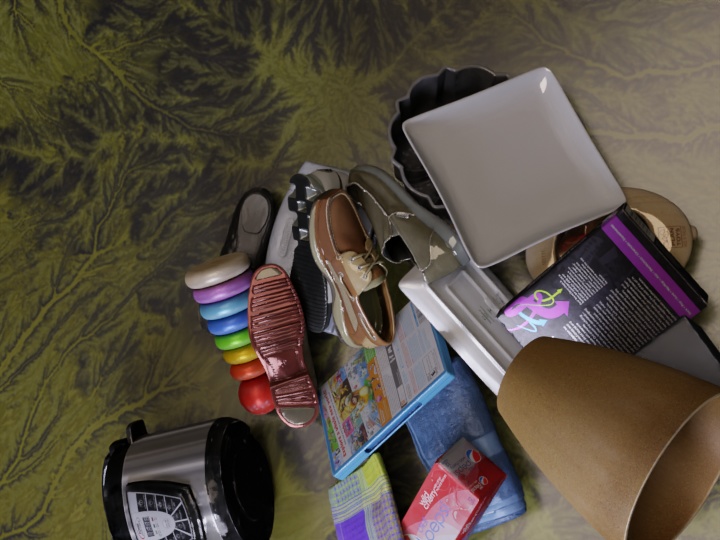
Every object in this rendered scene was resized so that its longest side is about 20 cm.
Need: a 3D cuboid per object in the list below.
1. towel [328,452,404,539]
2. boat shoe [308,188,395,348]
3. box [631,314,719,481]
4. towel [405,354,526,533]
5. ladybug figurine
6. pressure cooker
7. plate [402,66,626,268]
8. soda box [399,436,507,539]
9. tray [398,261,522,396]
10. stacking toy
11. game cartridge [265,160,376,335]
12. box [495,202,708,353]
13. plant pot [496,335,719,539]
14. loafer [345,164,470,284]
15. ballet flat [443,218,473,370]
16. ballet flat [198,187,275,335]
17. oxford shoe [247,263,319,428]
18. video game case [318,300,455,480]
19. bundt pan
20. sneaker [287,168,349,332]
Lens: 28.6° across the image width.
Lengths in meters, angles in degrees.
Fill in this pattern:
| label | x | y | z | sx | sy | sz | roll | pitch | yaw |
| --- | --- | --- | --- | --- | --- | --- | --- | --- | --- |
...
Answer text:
| label | x | y | z | sx | sy | sz | roll | pitch | yaw |
| --- | --- | --- | --- | --- | --- | --- | --- | --- | --- |
| towel | 0.012 | 0.328 | 1.664 | 0.144 | 0.023 | 0.203 | -41 | 55 | 55 |
| boat shoe | 0.000 | 0.000 | 1.657 | 0.073 | 0.075 | 0.202 | 9 | 124 | 44 |
| box | 0.320 | 0.160 | 1.542 | 0.196 | 0.200 | 0.125 | -37 | 75 | 11 |
| towel | 0.115 | 0.206 | 1.658 | 0.111 | 0.048 | 0.202 | -27 | 84 | 38 |
| ladybug figurine | 0.292 | -0.025 | 1.639 | 0.197 | 0.072 | 0.138 | -6 | 83 | 18 |
| pressure cooker | -0.222 | 0.282 | 1.727 | 0.198 | 0.179 | 0.178 | -13 | 49 | 17 |
| plate | 0.173 | -0.116 | 1.614 | 0.198 | 0.032 | 0.201 | -23 | 70 | -13 |
| soda box | 0.092 | 0.290 | 1.627 | 0.070 | 0.063 | 0.201 | 39 | 131 | 19 |
| tray | 0.145 | 0.054 | 1.646 | 0.200 | 0.022 | 0.107 | 48 | 62 | -3 |
| stacking toy | -0.147 | 0.084 | 1.753 | 0.084 | 0.085 | 0.202 | -16 | 100 | 16 |
| game cartridge | -0.049 | -0.030 | 1.774 | 0.132 | 0.041 | 0.203 | 16 | 89 | 23 |
| box | 0.270 | 0.041 | 1.592 | 0.200 | 0.036 | 0.143 | -42 | 93 | 24 |
| plant pot | 0.237 | 0.152 | 1.385 | 0.199 | 0.186 | 0.188 | 33 | 95 | 32 |
| loafer | 0.041 | -0.053 | 1.634 | 0.070 | 0.075 | 0.200 | -44 | 51 | -7 |
| ballet flat | 0.115 | 0.025 | 1.701 | 0.065 | 0.070 | 0.203 | -10 | 72 | 25 |
| ballet flat | -0.153 | -0.009 | 1.807 | 0.066 | 0.057 | 0.202 | 24 | 98 | 6 |
| oxford shoe | -0.096 | 0.089 | 1.733 | 0.069 | 0.075 | 0.203 | -9 | 98 | 3 |
| video game case | 0.026 | 0.135 | 1.675 | 0.200 | 0.018 | 0.144 | -45 | 35 | 24 |
| bundt pan | 0.127 | -0.140 | 1.678 | 0.199 | 0.076 | 0.205 | 1 | 68 | -3 |
| sneaker | -0.036 | -0.024 | 1.715 | 0.074 | 0.088 | 0.203 | 21 | 116 | 45 |
